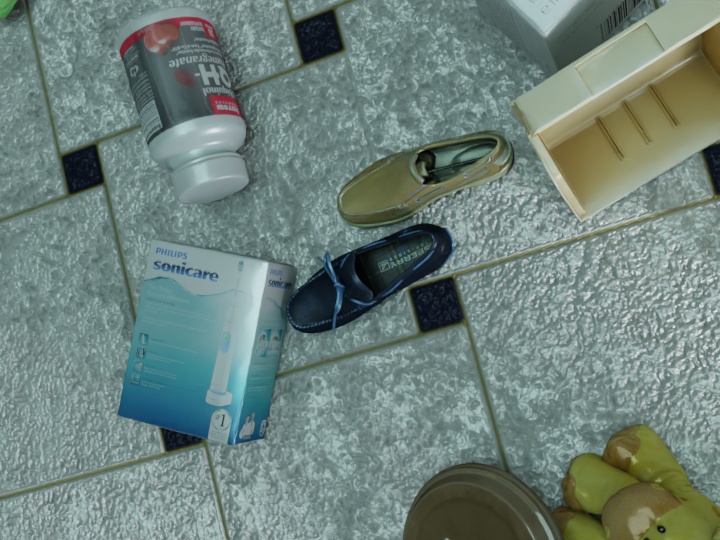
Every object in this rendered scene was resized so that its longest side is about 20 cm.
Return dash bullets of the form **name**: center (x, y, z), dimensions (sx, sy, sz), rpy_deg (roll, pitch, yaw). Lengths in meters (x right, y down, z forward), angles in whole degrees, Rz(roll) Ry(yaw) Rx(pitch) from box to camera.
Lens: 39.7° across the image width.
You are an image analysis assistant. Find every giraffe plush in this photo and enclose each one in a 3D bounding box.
- **giraffe plush**: center (0.271, 0.246, 0.913), dimensions (0.200, 0.162, 0.173), rpy_deg (22, 93, 18)

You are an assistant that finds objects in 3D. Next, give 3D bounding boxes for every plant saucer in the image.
- **plant saucer**: center (0.116, 0.293, 0.990), dimensions (0.200, 0.029, 0.201), rpy_deg (2, 93, 41)

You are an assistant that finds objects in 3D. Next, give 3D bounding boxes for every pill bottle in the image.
- **pill bottle**: center (-0.192, -0.180, 1.112), dimensions (0.110, 0.111, 0.201), rpy_deg (-21, 81, 15)

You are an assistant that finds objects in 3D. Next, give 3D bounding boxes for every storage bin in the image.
- **storage bin**: center (0.258, -0.151, 0.927), dimensions (0.200, 0.198, 0.094), rpy_deg (-31, 74, 13)

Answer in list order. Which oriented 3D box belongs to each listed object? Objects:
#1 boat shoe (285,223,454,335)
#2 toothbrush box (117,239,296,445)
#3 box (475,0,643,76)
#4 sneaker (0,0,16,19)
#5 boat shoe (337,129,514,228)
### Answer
- **boat shoe**: center (0.000, 0.000, 1.062), dimensions (0.200, 0.069, 0.084), rpy_deg (-35, 77, 12)
- **toothbrush box**: center (-0.168, 0.076, 1.101), dimensions (0.146, 0.085, 0.201), rpy_deg (10, 90, 18)
- **box**: center (0.208, -0.310, 0.950), dimensions (0.131, 0.200, 0.199), rpy_deg (45, 100, 14)
- **sneaker**: center (-0.487, -0.395, 1.246), dimensions (0.200, 0.077, 0.084), rpy_deg (43, 81, 12)
- **boat shoe**: center (0.060, -0.103, 1.047), dimensions (0.200, 0.076, 0.072), rpy_deg (-24, 80, 15)
